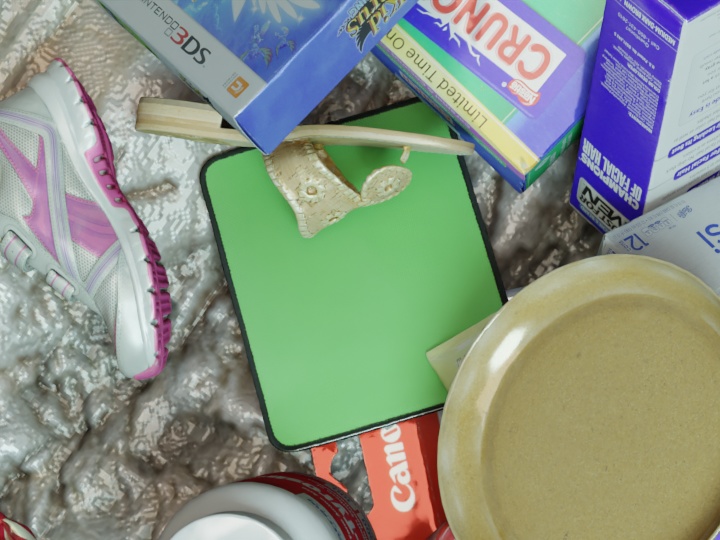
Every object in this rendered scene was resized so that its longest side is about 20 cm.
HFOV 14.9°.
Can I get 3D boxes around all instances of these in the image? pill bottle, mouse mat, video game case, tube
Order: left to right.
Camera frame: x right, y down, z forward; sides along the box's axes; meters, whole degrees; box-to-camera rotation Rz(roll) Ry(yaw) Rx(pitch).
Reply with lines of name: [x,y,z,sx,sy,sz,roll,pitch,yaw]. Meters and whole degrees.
pill bottle: [-0.056,0.174,1.568,0.112,0.200,0.113,0,89,9]
video game case: [-0.044,-0.191,1.628,0.200,0.045,0.181,-46,49,-3]
mouse mat: [0.000,0.000,1.655,0.160,0.008,0.201,-16,69,0]
tube: [0.100,0.109,1.566,0.058,0.052,0.201,-8,57,-20]

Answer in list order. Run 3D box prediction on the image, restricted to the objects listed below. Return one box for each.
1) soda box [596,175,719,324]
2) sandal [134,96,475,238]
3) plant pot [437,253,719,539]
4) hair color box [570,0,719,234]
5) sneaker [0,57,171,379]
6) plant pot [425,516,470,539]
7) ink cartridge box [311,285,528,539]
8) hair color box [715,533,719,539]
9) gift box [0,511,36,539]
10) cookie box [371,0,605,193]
soda box: [0.225,-0.015,1.599,0.200,0.064,0.068,-27,58,-33]
sandal: [-0.037,-0.055,1.650,0.211,0.078,0.070,9,89,15]
plant pot: [0.132,0.090,1.500,0.199,0.027,0.201,-14,64,30]
hair color box: [0.189,-0.110,1.578,0.109,0.200,0.065,-30,57,-27]
sneaker: [-0.175,-0.021,1.655,0.088,0.081,0.201,-24,78,0]
plant pot: [0.062,0.266,1.559,0.200,0.200,0.183,46,117,3]
ink cartridge box: [0.070,0.099,1.655,0.199,0.050,0.163,-12,86,-4]
hair color box: [0.203,0.201,1.570,0.065,0.200,0.110,-27,86,-2]
gift box: [-0.275,0.190,1.580,0.186,0.200,0.185,-34,91,-3]
cookie box: [0.106,-0.177,1.655,0.171,0.075,0.200,43,87,9]
